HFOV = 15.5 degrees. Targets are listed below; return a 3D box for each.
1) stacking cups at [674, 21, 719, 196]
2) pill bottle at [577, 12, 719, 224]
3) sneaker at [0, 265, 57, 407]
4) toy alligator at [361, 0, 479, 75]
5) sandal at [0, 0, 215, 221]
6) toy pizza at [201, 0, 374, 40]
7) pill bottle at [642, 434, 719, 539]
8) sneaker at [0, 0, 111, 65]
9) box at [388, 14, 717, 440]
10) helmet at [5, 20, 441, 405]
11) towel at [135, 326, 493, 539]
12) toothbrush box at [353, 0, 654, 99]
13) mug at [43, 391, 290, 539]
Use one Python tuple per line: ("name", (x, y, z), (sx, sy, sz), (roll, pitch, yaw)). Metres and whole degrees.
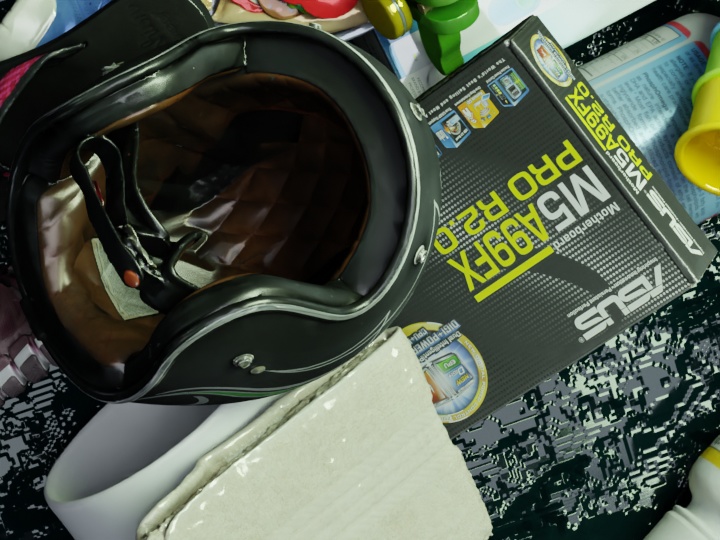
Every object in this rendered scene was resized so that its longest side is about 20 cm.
("stacking cups", (0.211, -0.134, 1.406), (0.060, 0.061, 0.200), (23, 56, -12))
("pill bottle", (0.166, -0.075, 1.471), (0.200, 0.109, 0.109), (-26, 101, -6))
("sneaker", (-0.203, 0.007, 1.432), (0.200, 0.076, 0.116), (-38, 99, -4))
("toy alligator", (0.019, -0.184, 1.340), (0.059, 0.054, 0.200), (-34, 117, -20))
("sandal", (-0.161, -0.084, 1.389), (0.200, 0.045, 0.075), (-33, 110, 30))
("toy pizza", (-0.038, -0.214, 1.373), (0.199, 0.032, 0.201), (-1, 96, -8))
("pill bottle", (0.260, 0.117, 1.508), (0.114, 0.114, 0.200), (44, 88, -12))
("sneaker", (-0.105, -0.165, 1.424), (0.111, 0.077, 0.200), (34, 94, -6))
("box", (0.062, -0.016, 1.400), (0.200, 0.044, 0.160), (-34, 96, 32))
("helmet", (-0.059, -0.028, 1.314), (0.190, 0.200, 0.201), (-18, 101, -34))
("towel", (-0.023, 0.135, 1.355), (0.200, 0.034, 0.133), (-36, 111, -32))
("toothbrush box", (0.080, -0.190, 1.453), (0.200, 0.085, 0.147), (-27, 100, -8))
("mug", (-0.047, 0.128, 1.450), (0.176, 0.147, 0.200), (54, 55, -17))
